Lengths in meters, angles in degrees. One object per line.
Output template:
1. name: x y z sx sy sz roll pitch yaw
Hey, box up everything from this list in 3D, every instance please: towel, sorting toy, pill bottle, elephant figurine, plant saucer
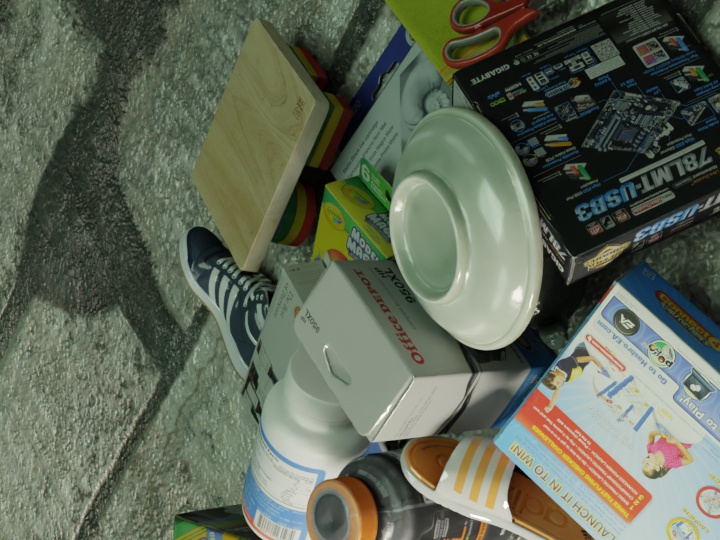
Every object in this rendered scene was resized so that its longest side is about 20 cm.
1. towel: 0.093 -0.228 1.317 0.086 0.018 0.201 -39 53 9
2. sorting toy: -0.089 -0.129 1.490 0.200 0.069 0.200 -64 34 24
3. pill bottle: 0.045 0.215 1.280 0.106 0.199 0.108 0 90 46
4. pill bottle: -0.048 0.170 1.379 0.112 0.111 0.201 50 138 34
5. elephant figurine: 0.168 -0.062 1.216 0.154 0.141 0.201 34 100 10
6. plant saucer: 0.070 -0.030 1.148 0.200 0.050 0.203 31 127 53

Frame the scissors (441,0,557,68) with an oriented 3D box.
1. scissors: 0.160 -0.232 1.256 0.198 0.014 0.074 -13 61 30

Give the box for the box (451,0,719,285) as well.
1. box: 0.203 -0.114 1.132 0.200 0.198 0.050 60 169 26

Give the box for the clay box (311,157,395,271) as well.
1. clay box: 0.000 0.000 1.393 0.115 0.047 0.201 49 144 35

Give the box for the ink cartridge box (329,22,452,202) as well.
1. ink cartridge box: 0.048 -0.138 1.392 0.200 0.040 0.201 -54 54 31

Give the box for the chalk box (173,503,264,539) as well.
1. chalk box: -0.093 0.328 1.480 0.199 0.123 0.126 7 95 47

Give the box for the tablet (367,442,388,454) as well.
1. tablet: -0.001 0.198 1.432 0.202 0.014 0.130 65 147 17

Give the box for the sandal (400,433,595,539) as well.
1. sandal: 0.137 0.184 1.224 0.205 0.079 0.060 25 126 4

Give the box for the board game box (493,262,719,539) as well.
1. board game box: 0.236 0.133 1.126 0.200 0.056 0.197 43 127 14

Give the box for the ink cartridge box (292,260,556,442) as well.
1. ink cartridge box: 0.060 0.067 1.264 0.145 0.199 0.085 53 126 31

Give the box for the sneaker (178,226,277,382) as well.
1. sneaker: -0.124 0.016 1.550 0.109 0.070 0.201 -46 65 42

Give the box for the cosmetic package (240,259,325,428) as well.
1. cosmetic package: -0.068 0.090 1.440 0.083 0.050 0.201 56 143 32
